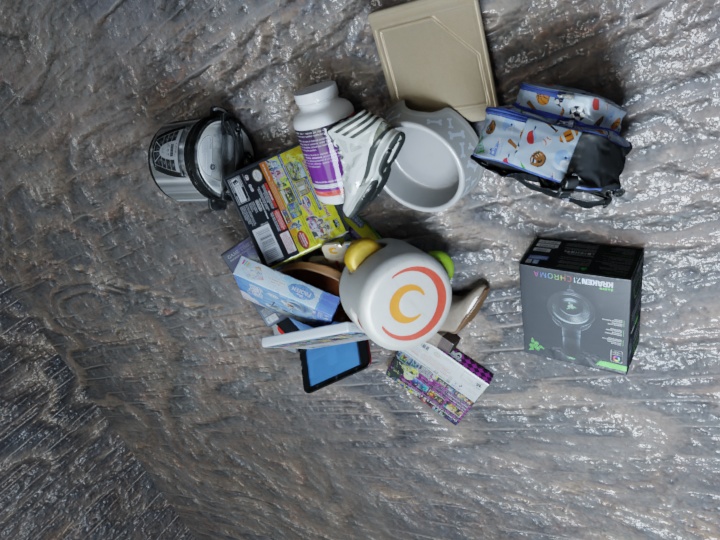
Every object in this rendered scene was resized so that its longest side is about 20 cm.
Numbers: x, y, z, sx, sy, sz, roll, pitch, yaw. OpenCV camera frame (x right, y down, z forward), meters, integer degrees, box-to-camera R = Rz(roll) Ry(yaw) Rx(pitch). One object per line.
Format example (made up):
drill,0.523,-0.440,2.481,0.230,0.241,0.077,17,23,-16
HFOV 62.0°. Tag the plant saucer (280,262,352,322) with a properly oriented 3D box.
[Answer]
plant saucer,-0.072,0.043,1.229,0.199,0.032,0.201,18,150,11

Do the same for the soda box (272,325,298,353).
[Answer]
soda box,-0.176,0.098,1.452,0.063,0.068,0.201,14,130,27

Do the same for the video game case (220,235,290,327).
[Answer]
video game case,-0.209,0.016,1.342,0.142,0.019,0.201,-29,97,30

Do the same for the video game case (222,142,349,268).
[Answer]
video game case,-0.143,-0.126,1.161,0.026,0.180,0.201,133,112,-87

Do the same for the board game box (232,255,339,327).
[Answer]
board game box,-0.143,0.054,1.181,0.198,0.044,0.200,24,164,2

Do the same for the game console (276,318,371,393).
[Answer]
game console,-0.091,0.153,1.348,0.199,0.119,0.173,-28,115,27

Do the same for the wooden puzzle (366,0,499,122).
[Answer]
wooden puzzle,0.117,-0.321,0.931,0.184,0.037,0.201,3,128,37

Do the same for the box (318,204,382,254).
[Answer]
box,-0.040,-0.074,1.232,0.200,0.048,0.117,46,137,3

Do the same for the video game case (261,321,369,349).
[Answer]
video game case,-0.069,0.134,1.222,0.199,0.182,0.023,-12,77,25

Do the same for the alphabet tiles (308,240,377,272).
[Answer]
alphabet tiles,0.000,0.000,1.206,0.199,0.015,0.196,-2,145,13

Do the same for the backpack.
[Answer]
backpack,0.257,-0.177,0.823,0.190,0.199,0.155,18,101,36

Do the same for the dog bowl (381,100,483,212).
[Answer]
dog bowl,0.103,-0.184,1.003,0.199,0.059,0.201,23,142,19

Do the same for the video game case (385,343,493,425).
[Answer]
video game case,0.166,0.228,1.308,0.200,0.036,0.182,34,136,12

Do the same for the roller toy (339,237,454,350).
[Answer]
roller toy,0.058,0.039,1.089,0.140,0.199,0.184,-143,62,-61

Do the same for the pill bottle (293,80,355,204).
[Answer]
pill bottle,-0.051,-0.228,1.073,0.112,0.112,0.201,4,124,36

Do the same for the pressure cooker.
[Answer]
pressure cooker,-0.314,-0.230,1.234,0.199,0.179,0.176,5,138,36

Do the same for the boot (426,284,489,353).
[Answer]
boot,0.152,0.066,1.179,0.146,0.070,0.201,41,127,22

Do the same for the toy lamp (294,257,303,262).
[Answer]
toy lamp,-0.140,-0.027,1.338,0.058,0.058,0.201,13,129,31

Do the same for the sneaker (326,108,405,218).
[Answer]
sneaker,-0.009,-0.185,1.000,0.115,0.076,0.201,40,138,10

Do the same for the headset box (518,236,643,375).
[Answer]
headset box,0.361,0.061,0.986,0.173,0.093,0.201,11,128,33
